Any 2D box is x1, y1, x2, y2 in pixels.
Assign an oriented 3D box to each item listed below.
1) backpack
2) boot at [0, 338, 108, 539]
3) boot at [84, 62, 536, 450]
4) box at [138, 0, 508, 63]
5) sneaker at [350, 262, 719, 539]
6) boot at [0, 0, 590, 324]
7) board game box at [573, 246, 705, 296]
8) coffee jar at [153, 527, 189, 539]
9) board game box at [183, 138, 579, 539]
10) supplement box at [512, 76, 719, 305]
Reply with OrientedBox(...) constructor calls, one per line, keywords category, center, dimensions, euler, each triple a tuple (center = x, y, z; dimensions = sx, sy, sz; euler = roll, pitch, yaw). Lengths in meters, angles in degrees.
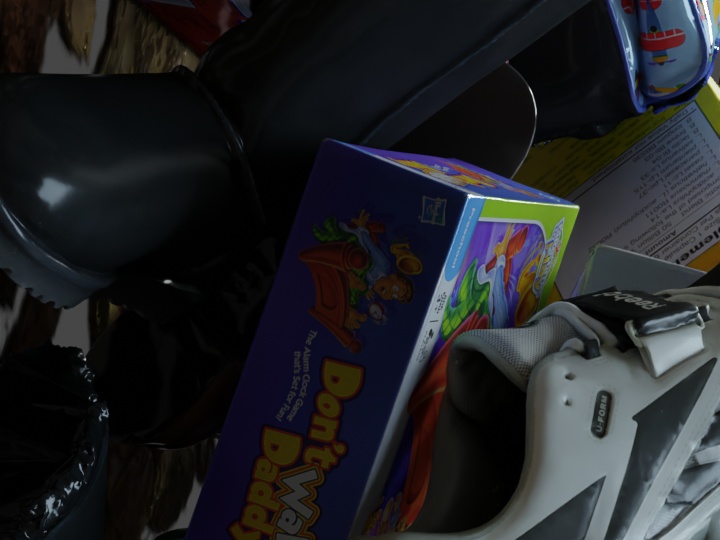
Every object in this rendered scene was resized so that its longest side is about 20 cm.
OrientedBox(category="backpack", center=(0.084, -0.160, 1.111), dimensions=(0.200, 0.134, 0.184), euler=(-53, 130, -64))
OrientedBox(category="boot", center=(-0.092, 0.095, 0.749), dimensions=(0.198, 0.073, 0.163), euler=(-53, 153, -54))
OrientedBox(category="boot", center=(0.000, 0.000, 0.952), dimensions=(0.064, 0.186, 0.200), euler=(57, 10, 12))
OrientedBox(category="box", center=(-0.007, -0.116, 0.912), dimensions=(0.200, 0.099, 0.096), euler=(35, 65, -75))
OrientedBox(category="sneaker", center=(0.072, 0.034, 0.733), dimensions=(0.089, 0.074, 0.200), euler=(51, 57, -16))
OrientedBox(category="boot", center=(-0.008, -0.069, 0.727), dimensions=(0.066, 0.199, 0.165), euler=(58, 10, 11))
OrientedBox(category="board game box", center=(0.063, 0.113, 0.882), dimensions=(0.200, 0.041, 0.201), euler=(98, 6, -77))
OrientedBox(category="coffee jar", center=(-0.039, 0.188, 0.887), dimensions=(0.085, 0.104, 0.201), euler=(49, 43, -51))
OrientedBox(category="board game box", center=(-0.004, 0.066, 0.772), dimensions=(0.201, 0.045, 0.134), euler=(-71, 164, 6))
OrientedBox(category="supplement box", center=(0.133, -0.008, 1.136), dimensions=(0.110, 0.109, 0.200), euler=(47, 12, -31))
